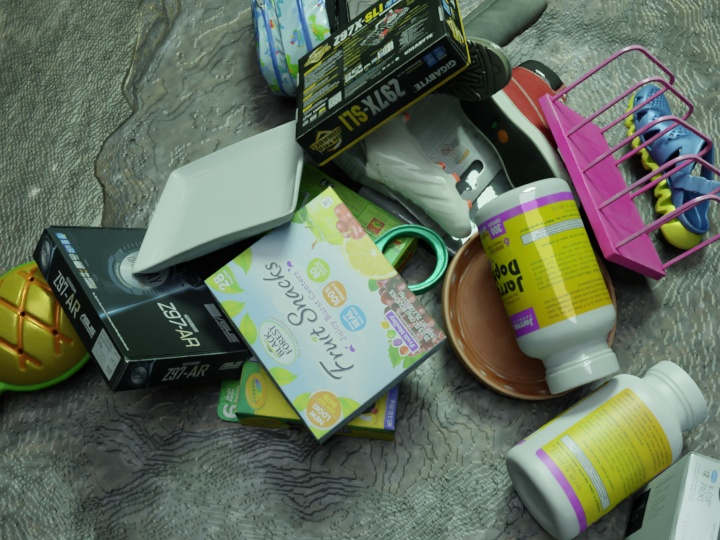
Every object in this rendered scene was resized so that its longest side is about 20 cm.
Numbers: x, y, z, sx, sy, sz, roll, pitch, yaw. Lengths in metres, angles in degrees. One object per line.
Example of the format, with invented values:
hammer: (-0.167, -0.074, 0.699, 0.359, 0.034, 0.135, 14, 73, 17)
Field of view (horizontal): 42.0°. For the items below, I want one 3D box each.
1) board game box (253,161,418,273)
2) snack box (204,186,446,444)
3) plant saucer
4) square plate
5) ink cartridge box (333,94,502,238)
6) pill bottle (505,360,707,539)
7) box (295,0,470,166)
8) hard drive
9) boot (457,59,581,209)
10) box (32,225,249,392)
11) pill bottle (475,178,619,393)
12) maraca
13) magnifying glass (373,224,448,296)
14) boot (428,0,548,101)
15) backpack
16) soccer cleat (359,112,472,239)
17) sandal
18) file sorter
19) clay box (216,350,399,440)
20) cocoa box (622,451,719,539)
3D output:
board game box: (-0.041, -0.048, 1.087, 0.198, 0.048, 0.102, 33, 71, 15)
snack box: (-0.036, 0.047, 0.969, 0.168, 0.068, 0.201, -36, 77, -9)
plant saucer: (0.184, 0.041, 1.030, 0.196, 0.032, 0.204, 2, 78, -10)
square plate: (-0.143, -0.081, 1.029, 0.197, 0.029, 0.200, -19, 35, 18)
ink cartridge box: (0.061, -0.154, 1.109, 0.200, 0.057, 0.163, 44, 72, -3)
pill bottle: (0.252, 0.176, 0.950, 0.198, 0.105, 0.105, -32, 69, -12)
box: (0.018, -0.222, 1.003, 0.198, 0.049, 0.161, -31, 36, 24)
hard drive: (0.115, -0.083, 1.108, 0.199, 0.033, 0.140, 34, 71, 15)
boot: (0.221, -0.159, 1.093, 0.143, 0.073, 0.202, -22, 72, -35)
box: (-0.231, 0.035, 0.987, 0.159, 0.044, 0.201, 1, 41, -48)
pill bottle: (0.195, 0.017, 0.959, 0.103, 0.104, 0.203, -18, 81, -7)
maraca: (-0.366, 0.068, 1.011, 0.198, 0.107, 0.138, -30, 74, -7)
magnifying glass: (0.000, 0.000, 1.027, 0.196, 0.022, 0.081, -13, 68, -3)
boot: (0.152, -0.263, 1.065, 0.199, 0.074, 0.180, -31, 30, -32)
backpack: (-0.071, -0.313, 1.158, 0.152, 0.163, 0.202, -26, 74, -1)
soccer cleat: (0.049, -0.108, 1.040, 0.077, 0.069, 0.201, -32, 77, -12)
sandal: (0.373, -0.131, 1.086, 0.078, 0.087, 0.203, -1, 66, -36)
file sorter: (0.306, -0.117, 1.006, 0.125, 0.138, 0.203, -33, 61, 31)
clay box: (-0.055, 0.113, 1.016, 0.196, 0.048, 0.117, 5, 66, 3)
cocoa box: (0.321, 0.268, 0.855, 0.129, 0.201, 0.135, 18, 68, 9)
